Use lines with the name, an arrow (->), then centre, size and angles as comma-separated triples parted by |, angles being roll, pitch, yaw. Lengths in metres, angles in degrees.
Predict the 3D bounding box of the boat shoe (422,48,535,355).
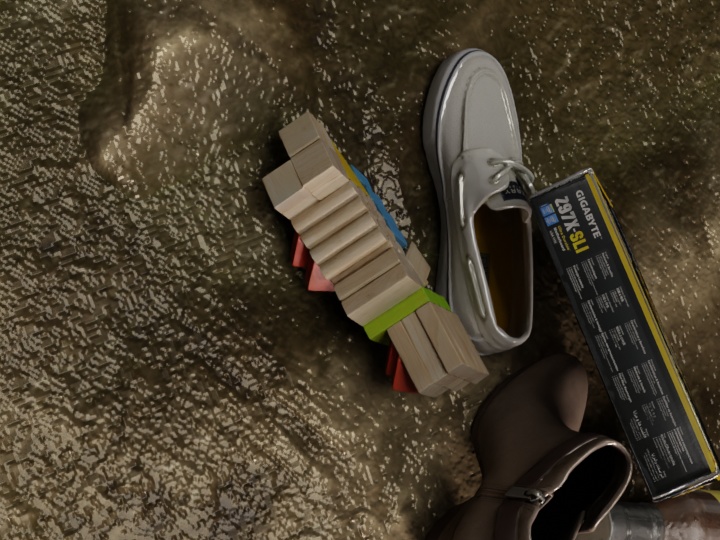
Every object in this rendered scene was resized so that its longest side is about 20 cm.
boat shoe -> 0.085, -0.046, 1.320 | 0.070, 0.070, 0.202 | 6, 82, -32

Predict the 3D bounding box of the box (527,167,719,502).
box -> 0.171, 0.046, 1.294 | 0.049, 0.160, 0.201 | -23, 80, 6

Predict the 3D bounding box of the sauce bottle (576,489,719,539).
sauce bottle -> 0.235, 0.180, 1.394 | 0.199, 0.065, 0.065 | 10, 79, -32

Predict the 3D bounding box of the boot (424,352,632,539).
boot -> 0.120, 0.122, 1.276 | 0.070, 0.146, 0.201 | 42, 64, -14

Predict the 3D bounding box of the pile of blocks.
pile of blocks -> 0.000, 0.000, 1.276 | 0.062, 0.082, 0.201 | -32, 94, 12
